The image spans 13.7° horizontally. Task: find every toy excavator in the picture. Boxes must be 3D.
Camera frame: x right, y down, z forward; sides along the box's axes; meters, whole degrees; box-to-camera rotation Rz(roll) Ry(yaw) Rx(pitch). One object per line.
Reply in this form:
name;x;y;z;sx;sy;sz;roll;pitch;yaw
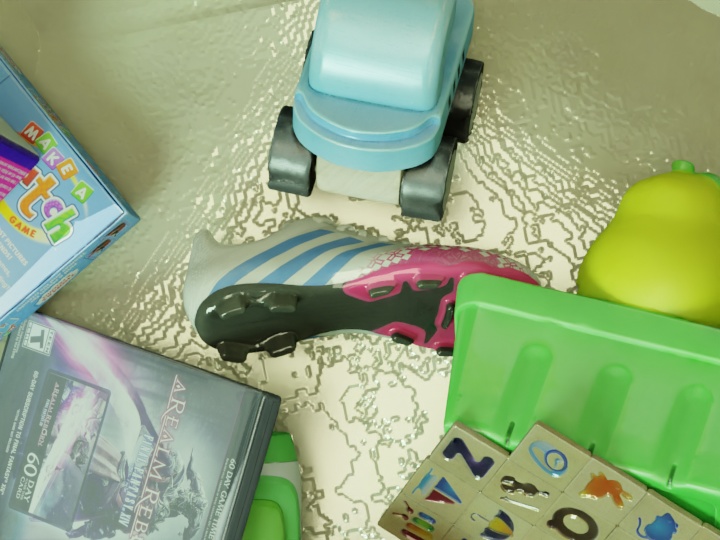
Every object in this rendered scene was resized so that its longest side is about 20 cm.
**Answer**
toy excavator;0.022;-0.155;1.616;0.100;0.200;0.195;12;48;6

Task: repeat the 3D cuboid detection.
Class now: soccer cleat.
soccer cleat;0.000;0.000;1.662;0.200;0.086;0.070;-2;134;-11

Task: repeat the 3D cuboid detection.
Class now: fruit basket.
fruit basket;0.151;0.051;1.614;0.216;0.156;0.216;-2;47;2

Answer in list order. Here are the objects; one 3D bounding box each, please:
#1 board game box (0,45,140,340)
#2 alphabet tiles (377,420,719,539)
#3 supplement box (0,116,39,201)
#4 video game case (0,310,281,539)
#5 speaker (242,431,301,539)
board game box;-0.247;-0.022;1.694;0.200;0.037;0.151;-41;77;5
alphabet tiles;0.113;0.159;1.579;0.200;0.006;0.166;32;135;-2
supplement box;-0.288;-0.031;1.633;0.200;0.103;0.101;-45;77;2
video game case;-0.138;0.112;1.646;0.200;0.019;0.143;17;91;41
speaker;-0.075;0.190;1.658;0.088;0.088;0.200;0;89;6
